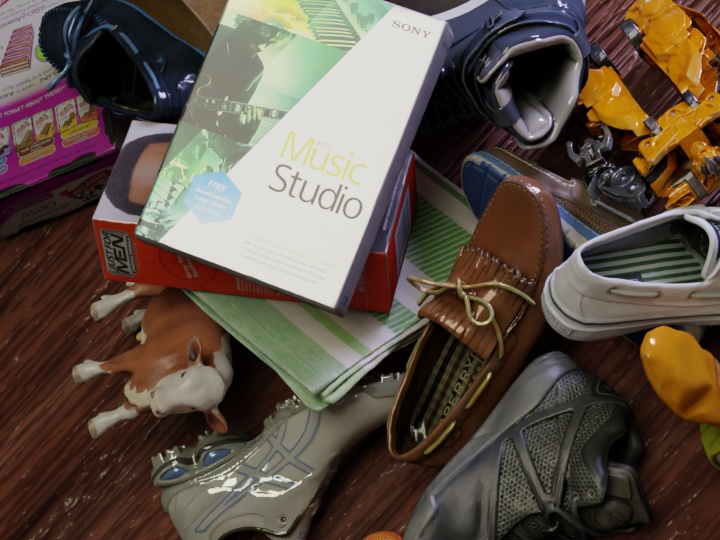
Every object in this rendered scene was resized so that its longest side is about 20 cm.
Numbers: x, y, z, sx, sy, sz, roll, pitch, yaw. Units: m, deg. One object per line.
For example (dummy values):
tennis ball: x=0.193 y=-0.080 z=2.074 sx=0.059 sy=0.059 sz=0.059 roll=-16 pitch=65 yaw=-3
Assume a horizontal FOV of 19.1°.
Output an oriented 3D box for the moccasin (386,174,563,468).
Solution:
moccasin: x=0.069 y=0.033 z=1.377 sx=0.074 sy=0.078 sz=0.202 roll=40 pitch=112 yaw=34

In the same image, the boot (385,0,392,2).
boot: x=-0.066 y=-0.195 z=1.444 sx=0.186 sy=0.064 sz=0.200 roll=30 pitch=75 yaw=-3

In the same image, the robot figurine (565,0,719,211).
robot figurine: x=0.197 y=-0.109 z=1.398 sx=0.145 sy=0.058 sz=0.200 roll=-36 pitch=34 yaw=8

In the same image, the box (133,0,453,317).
box: x=-0.042 y=-0.088 z=1.374 sx=0.144 sy=0.036 sz=0.201 roll=20 pitch=82 yaw=12

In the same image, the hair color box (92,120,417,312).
hair color box: x=-0.069 y=-0.037 z=1.439 sx=0.199 sy=0.061 sz=0.102 roll=6 pitch=47 yaw=10

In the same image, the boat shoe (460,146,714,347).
boat shoe: x=0.155 y=-0.021 z=1.414 sx=0.200 sy=0.072 sz=0.072 roll=40 pitch=59 yaw=18

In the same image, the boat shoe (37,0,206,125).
boat shoe: x=-0.178 y=-0.155 z=1.533 sx=0.200 sy=0.069 sz=0.084 roll=19 pitch=114 yaw=46

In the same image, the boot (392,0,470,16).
boot: x=0.028 y=-0.151 z=1.544 sx=0.200 sy=0.075 sz=0.097 roll=-26 pitch=42 yaw=12

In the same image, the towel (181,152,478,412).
towel: x=0.000 y=0.000 z=1.457 sx=0.200 sy=0.023 sz=0.152 roll=-34 pitch=54 yaw=-24

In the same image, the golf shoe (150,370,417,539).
golf shoe: x=-0.040 y=0.135 z=1.451 sx=0.200 sy=0.078 sz=0.097 roll=-26 pitch=79 yaw=18

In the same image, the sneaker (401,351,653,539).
sneaker: x=0.107 y=0.156 z=1.356 sx=0.114 sy=0.076 sz=0.200 roll=33 pitch=80 yaw=39

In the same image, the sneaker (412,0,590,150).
sneaker: x=0.062 y=-0.116 z=1.421 sx=0.202 sy=0.077 sz=0.146 roll=-31 pitch=26 yaw=16

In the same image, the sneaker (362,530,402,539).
sneaker: x=-0.034 y=0.251 z=1.381 sx=0.073 sy=0.077 sz=0.200 roll=34 pitch=84 yaw=34

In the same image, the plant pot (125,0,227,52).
plant pot: x=-0.069 y=-0.237 z=1.568 sx=0.200 sy=0.187 sz=0.186 roll=-44 pitch=56 yaw=-14

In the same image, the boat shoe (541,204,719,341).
boat shoe: x=0.209 y=-0.004 z=1.325 sx=0.199 sy=0.067 sz=0.074 roll=-18 pitch=66 yaw=-24

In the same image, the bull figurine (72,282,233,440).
bull figurine: x=-0.133 y=0.054 z=1.487 sx=0.121 sy=0.065 sz=0.200 roll=-16 pitch=29 yaw=19

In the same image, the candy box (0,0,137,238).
candy box: x=-0.247 y=-0.141 z=1.662 sx=0.136 sy=0.061 sz=0.201 roll=-20 pitch=62 yaw=15

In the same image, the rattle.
rattle: x=0.289 y=0.069 z=1.275 sx=0.200 sy=0.143 sz=0.130 roll=11 pitch=55 yaw=35
